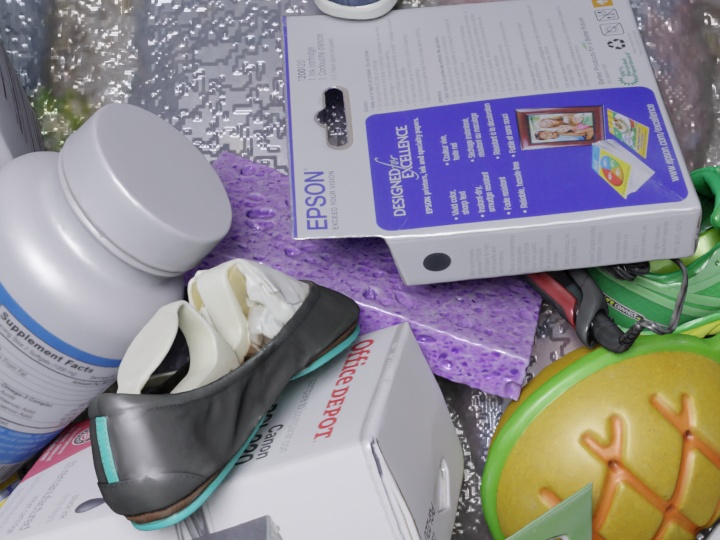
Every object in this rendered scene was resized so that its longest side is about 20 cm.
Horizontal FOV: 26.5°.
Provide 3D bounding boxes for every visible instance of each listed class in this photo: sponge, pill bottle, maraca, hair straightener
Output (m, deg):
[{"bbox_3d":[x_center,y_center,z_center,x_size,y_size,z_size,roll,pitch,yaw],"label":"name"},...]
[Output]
[{"bbox_3d":[0.000,0.000,0.815,0.200,0.112,0.030,19,119,5],"label":"sponge"},{"bbox_3d":[-0.157,0.013,0.741,0.200,0.112,0.112,-42,82,24],"label":"pill bottle"},{"bbox_3d":[0.154,0.088,0.799,0.200,0.137,0.107,-22,36,-12],"label":"maraca"},{"bbox_3d":[0.105,-0.026,0.798,0.077,0.041,0.200,-40,42,-3],"label":"hair straightener"}]

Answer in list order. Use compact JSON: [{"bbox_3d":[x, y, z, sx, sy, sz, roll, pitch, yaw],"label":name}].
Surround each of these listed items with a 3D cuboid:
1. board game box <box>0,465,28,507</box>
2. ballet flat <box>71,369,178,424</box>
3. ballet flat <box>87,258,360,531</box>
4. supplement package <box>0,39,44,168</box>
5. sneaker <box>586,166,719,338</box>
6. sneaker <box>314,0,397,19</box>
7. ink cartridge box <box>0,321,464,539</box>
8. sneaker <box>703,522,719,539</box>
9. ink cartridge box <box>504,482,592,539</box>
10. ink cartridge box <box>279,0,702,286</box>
[{"bbox_3d":[-0.212,0.208,0.815,0.134,0.034,0.200,-24,81,-4],"label":"board game box"},{"bbox_3d":[-0.057,0.083,0.823,0.200,0.067,0.062,4,71,0],"label":"ballet flat"},{"bbox_3d":[-0.055,0.036,0.671,0.068,0.200,0.068,-18,104,27],"label":"ballet flat"},{"bbox_3d":[-0.233,-0.080,0.769,0.114,0.200,0.110,-17,57,-2],"label":"supplement package"},{"bbox_3d":[0.213,-0.016,0.823,0.200,0.084,0.074,-19,39,-4],"label":"sneaker"},{"bbox_3d":[0.005,-0.244,0.856,0.075,0.085,0.200,0,67,3],"label":"sneaker"},{"bbox_3d":[-0.061,0.110,0.717,0.200,0.146,0.085,-16,106,14],"label":"ink cartridge box"},{"bbox_3d":[0.190,0.170,0.763,0.080,0.070,0.200,42,39,20],"label":"sneaker"},{"bbox_3d":[0.059,0.201,0.738,0.104,0.059,0.200,-21,118,-42],"label":"ink cartridge box"},{"bbox_3d":[0.060,-0.075,0.807,0.200,0.043,0.198,-4,43,-1],"label":"ink cartridge box"}]
